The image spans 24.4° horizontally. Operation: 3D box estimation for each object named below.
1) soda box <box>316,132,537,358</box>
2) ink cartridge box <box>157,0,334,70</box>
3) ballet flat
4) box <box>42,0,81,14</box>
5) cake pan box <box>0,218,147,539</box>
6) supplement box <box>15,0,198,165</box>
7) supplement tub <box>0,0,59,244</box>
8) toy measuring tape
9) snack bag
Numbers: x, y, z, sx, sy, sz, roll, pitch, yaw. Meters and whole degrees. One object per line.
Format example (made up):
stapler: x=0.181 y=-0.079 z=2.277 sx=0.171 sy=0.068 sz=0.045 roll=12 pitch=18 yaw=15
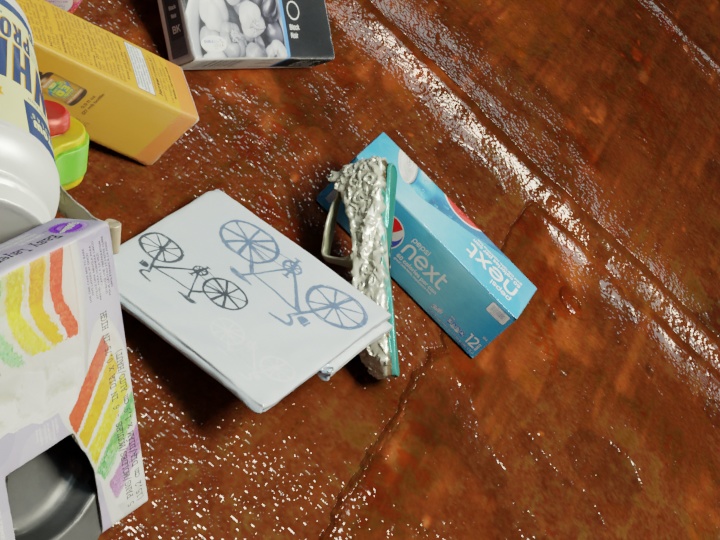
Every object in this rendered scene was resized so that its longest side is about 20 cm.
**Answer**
soda box: x=0.060 y=-0.023 z=1.482 sx=0.200 sy=0.064 sz=0.068 roll=46 pitch=33 yaw=-1
ink cartridge box: x=-0.114 y=-0.284 z=1.516 sx=0.197 sy=0.043 sz=0.202 roll=-10 pitch=87 yaw=-51
ballet flat: x=0.000 y=0.000 z=1.388 sx=0.071 sy=0.072 sz=0.202 roll=18 pitch=60 yaw=-35
box: x=-0.301 y=-0.269 z=1.316 sx=0.099 sy=0.095 sz=0.201 roll=11 pitch=47 yaw=-42
cake pan box: x=-0.207 y=0.089 z=0.992 sx=0.184 sy=0.052 sz=0.202 roll=-29 pitch=119 yaw=-56
supplement box: x=-0.220 y=-0.151 z=1.281 sx=0.199 sy=0.066 sz=0.069 roll=22 pitch=38 yaw=-48
supplement tub: x=-0.278 y=-0.085 z=1.103 sx=0.144 sy=0.145 sz=0.201 roll=15 pitch=44 yaw=-38
toy measuring tape: x=-0.209 y=-0.071 z=1.195 sx=0.073 sy=0.074 sz=0.200 roll=2 pitch=26 yaw=-46
snack bag: x=-0.092 y=0.023 z=1.268 sx=0.188 sy=0.022 sz=0.200 roll=36 pitch=34 yaw=13
